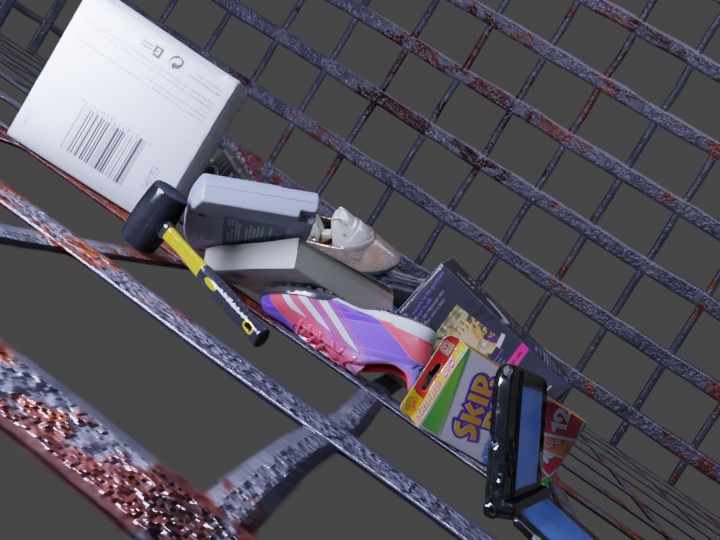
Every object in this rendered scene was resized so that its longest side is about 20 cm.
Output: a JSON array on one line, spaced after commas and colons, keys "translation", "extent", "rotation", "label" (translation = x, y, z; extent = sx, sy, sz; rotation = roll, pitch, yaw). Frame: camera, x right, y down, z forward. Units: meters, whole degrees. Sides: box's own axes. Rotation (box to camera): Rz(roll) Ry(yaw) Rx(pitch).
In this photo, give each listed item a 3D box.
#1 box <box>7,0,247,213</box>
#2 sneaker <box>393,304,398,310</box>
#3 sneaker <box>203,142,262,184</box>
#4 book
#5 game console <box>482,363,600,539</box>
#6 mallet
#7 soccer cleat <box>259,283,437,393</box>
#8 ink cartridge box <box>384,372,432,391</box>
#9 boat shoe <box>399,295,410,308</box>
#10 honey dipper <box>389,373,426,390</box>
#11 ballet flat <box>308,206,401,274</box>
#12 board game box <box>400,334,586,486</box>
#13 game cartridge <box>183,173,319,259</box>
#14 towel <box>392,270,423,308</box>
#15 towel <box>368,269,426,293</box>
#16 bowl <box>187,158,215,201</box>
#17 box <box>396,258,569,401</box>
[{"translation": [-0.271, -0.191, 0.882], "extent": [0.197, 0.202, 0.131], "rotation": [32, 3, -9], "label": "box"}, {"translation": [0.042, 0.084, 1.060], "extent": [0.198, 0.079, 0.089], "rotation": [33, 0, -16], "label": "sneaker"}, {"translation": [-0.170, -0.090, 1.017], "extent": [0.201, 0.087, 0.074], "rotation": [57, 2, 34], "label": "sneaker"}, {"translation": [-0.067, 0.018, 0.842], "extent": [0.132, 0.049, 0.199], "rotation": [-2, -19, 32], "label": "book"}, {"translation": [0.184, 0.182, 0.636], "extent": [0.114, 0.180, 0.200], "rotation": [3, -11, 23], "label": "game console"}, {"translation": [-0.141, -0.012, 0.659], "extent": [0.199, 0.067, 0.041], "rotation": [35, 7, 28], "label": "mallet"}, {"translation": [-0.020, 0.069, 0.772], "extent": [0.196, 0.074, 0.068], "rotation": [15, -16, 7], "label": "soccer cleat"}, {"translation": [0.049, 0.117, 0.954], "extent": [0.199, 0.040, 0.099], "rotation": [36, 4, 17], "label": "ink cartridge box"}, {"translation": [0.123, 0.121, 1.006], "extent": [0.201, 0.066, 0.057], "rotation": [55, 5, -11], "label": "boat shoe"}, {"translation": [0.044, 0.120, 0.858], "extent": [0.198, 0.038, 0.038], "rotation": [35, 2, -9], "label": "honey dipper"}, {"translation": [-0.046, -0.046, 0.888], "extent": [0.196, 0.068, 0.069], "rotation": [11, 40, 12], "label": "ballet flat"}, {"translation": [0.142, 0.154, 0.766], "extent": [0.198, 0.096, 0.030], "rotation": [32, 3, -19], "label": "board game box"}, {"translation": [-0.122, -0.047, 0.781], "extent": [0.131, 0.041, 0.200], "rotation": [5, -17, -11], "label": "game cartridge"}, {"translation": [0.071, 0.055, 1.161], "extent": [0.196, 0.035, 0.193], "rotation": [13, -24, 17], "label": "towel"}, {"translation": [0.000, 0.000, 0.996], "extent": [0.198, 0.024, 0.146], "rotation": [15, -1, 38], "label": "towel"}, {"translation": [-0.225, -0.114, 1.216], "extent": [0.199, 0.095, 0.201], "rotation": [33, 2, -1], "label": "bowl"}, {"translation": [0.139, 0.094, 0.870], "extent": [0.200, 0.106, 0.122], "rotation": [45, 11, 7], "label": "box"}]
